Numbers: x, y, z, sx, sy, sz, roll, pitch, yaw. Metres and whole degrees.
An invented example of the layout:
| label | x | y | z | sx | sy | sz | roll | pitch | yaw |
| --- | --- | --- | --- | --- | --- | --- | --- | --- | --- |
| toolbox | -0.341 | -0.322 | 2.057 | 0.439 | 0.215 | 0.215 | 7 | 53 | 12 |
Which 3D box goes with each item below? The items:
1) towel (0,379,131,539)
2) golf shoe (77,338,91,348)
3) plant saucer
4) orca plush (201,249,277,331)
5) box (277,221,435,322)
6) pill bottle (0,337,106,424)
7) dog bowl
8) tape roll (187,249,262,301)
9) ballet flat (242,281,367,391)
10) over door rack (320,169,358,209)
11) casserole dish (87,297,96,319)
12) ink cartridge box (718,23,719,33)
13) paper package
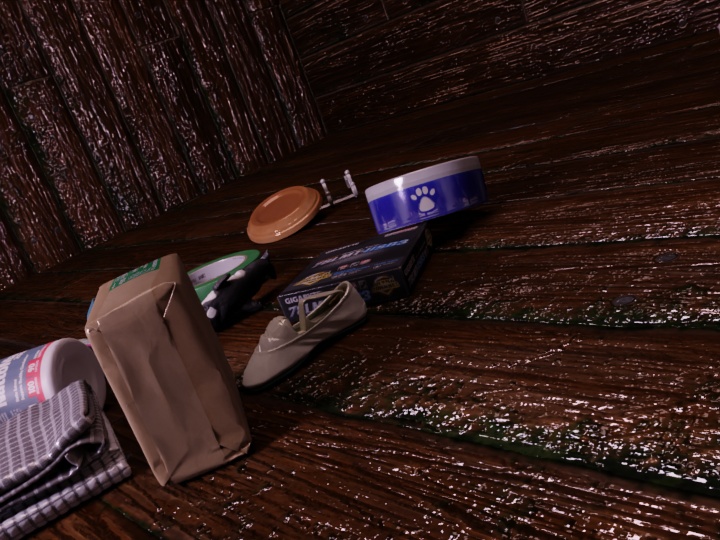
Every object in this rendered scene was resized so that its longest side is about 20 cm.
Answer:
| label | x | y | z | sx | sy | sz | roll | pitch | yaw |
| --- | --- | --- | --- | --- | --- | --- | --- | --- | --- |
| towel | -0.360 | 0.206 | 0.804 | 0.165 | 0.086 | 0.200 | -28 | 17 | -20 |
| golf shoe | -0.468 | 0.160 | 1.104 | 0.091 | 0.076 | 0.200 | -15 | 17 | 43 |
| plant saucer | -0.186 | -0.141 | 1.718 | 0.199 | 0.038 | 0.201 | -20 | 33 | 13 |
| orca plush | -0.190 | 0.050 | 1.191 | 0.200 | 0.071 | 0.106 | -37 | -23 | -55 |
| box | 0.000 | 0.000 | 1.089 | 0.198 | 0.050 | 0.199 | -14 | 18 | 23 |
| pill bottle | -0.462 | 0.175 | 0.976 | 0.198 | 0.120 | 0.120 | -18 | 16 | 12 |
| dog bowl | 0.112 | -0.125 | 1.212 | 0.198 | 0.080 | 0.200 | -17 | 2 | 1 |
| tape roll | -0.276 | 0.023 | 1.371 | 0.199 | 0.049 | 0.201 | -20 | 16 | 6 |
| ballet flat | -0.076 | 0.074 | 0.907 | 0.199 | 0.070 | 0.069 | -32 | 19 | -32 |
| over door rack | -0.090 | -0.207 | 1.858 | 0.147 | 0.067 | 0.200 | -21 | 16 | -1 |
| casserole dish | -0.387 | 0.101 | 1.156 | 0.039 | 0.121 | 0.200 | -54 | 23 | -6 |
| ink cartridge box | 0.702 | -0.359 | 1.176 | 0.083 | 0.145 | 0.200 | -23 | 16 | -9 |
| paper package | -0.203 | 0.094 | 0.772 | 0.103 | 0.192 | 0.200 | -23 | 14 | -10 |
